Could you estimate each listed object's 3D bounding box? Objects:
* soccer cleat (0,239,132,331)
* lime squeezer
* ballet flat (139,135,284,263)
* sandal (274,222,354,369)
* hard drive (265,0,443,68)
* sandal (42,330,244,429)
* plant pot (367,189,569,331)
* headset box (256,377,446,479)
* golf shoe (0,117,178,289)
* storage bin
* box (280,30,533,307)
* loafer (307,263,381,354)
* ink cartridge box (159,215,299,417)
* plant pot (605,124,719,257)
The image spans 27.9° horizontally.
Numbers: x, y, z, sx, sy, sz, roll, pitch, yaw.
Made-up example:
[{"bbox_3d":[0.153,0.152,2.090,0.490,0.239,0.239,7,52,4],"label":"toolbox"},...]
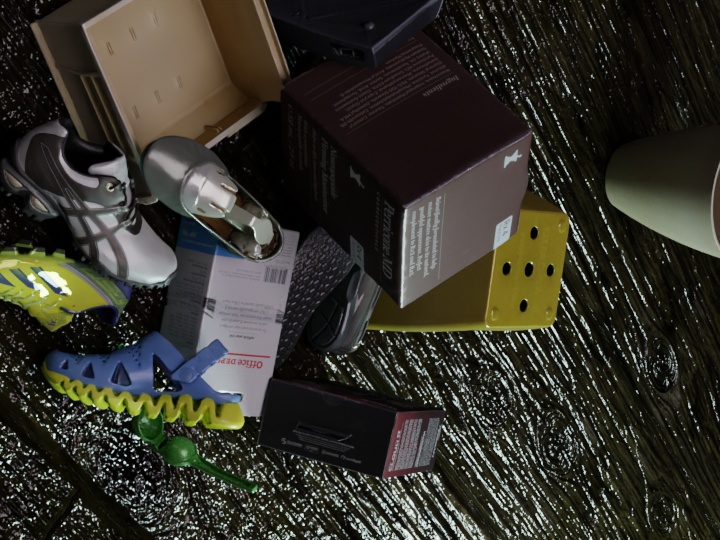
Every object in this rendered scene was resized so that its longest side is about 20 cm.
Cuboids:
[{"bbox_3d":[-0.294,0.016,1.340,0.200,0.065,0.084,6,97,-48],"label":"soccer cleat"},{"bbox_3d":[-0.188,0.162,1.467,0.200,0.071,0.038,47,27,2],"label":"lime squeezer"},{"bbox_3d":[-0.131,-0.066,1.368,0.067,0.064,0.200,-60,146,-9],"label":"ballet flat"},{"bbox_3d":[-0.073,0.015,1.586,0.075,0.048,0.201,34,91,-42],"label":"sandal"},{"bbox_3d":[-0.027,-0.270,1.462,0.135,0.200,0.042,-43,143,-32],"label":"hard drive"},{"bbox_3d":[-0.207,0.099,1.404,0.200,0.079,0.087,11,80,-15],"label":"sandal"},{"bbox_3d":[0.129,-0.016,1.698,0.200,0.176,0.201,2,98,-46],"label":"plant pot"},{"bbox_3d":[-0.010,0.169,1.570,0.200,0.149,0.077,10,92,-71],"label":"headset box"},{"bbox_3d":[-0.231,-0.059,1.325,0.200,0.094,0.078,38,29,-29],"label":"golf shoe"},{"bbox_3d":[-0.181,-0.194,1.387,0.200,0.094,0.199,-42,127,-33],"label":"storage bin"},{"bbox_3d":[0.043,-0.110,1.458,0.164,0.200,0.166,-31,149,-22],"label":"box"},{"bbox_3d":[0.000,0.000,1.648,0.063,0.072,0.200,19,95,-51],"label":"loafer"},{"bbox_3d":[-0.142,0.046,1.505,0.116,0.068,0.201,10,92,-47],"label":"ink cartridge box"},{"bbox_3d":[0.445,-0.117,1.990,0.187,0.200,0.188,-12,108,-44],"label":"plant pot"}]
